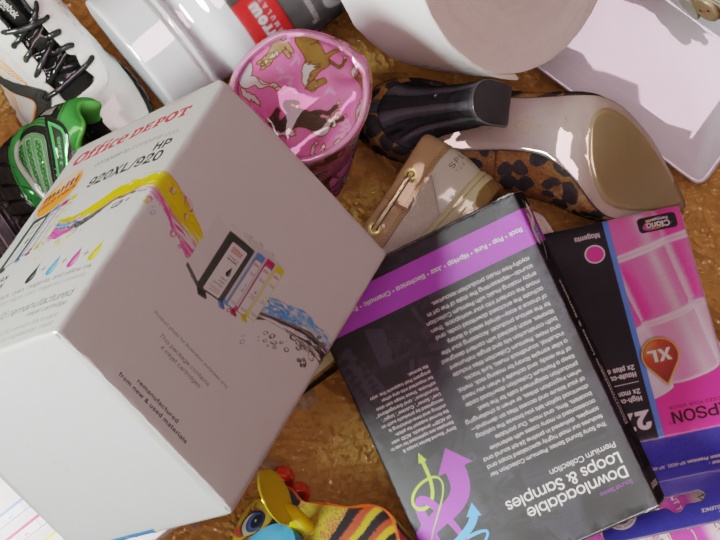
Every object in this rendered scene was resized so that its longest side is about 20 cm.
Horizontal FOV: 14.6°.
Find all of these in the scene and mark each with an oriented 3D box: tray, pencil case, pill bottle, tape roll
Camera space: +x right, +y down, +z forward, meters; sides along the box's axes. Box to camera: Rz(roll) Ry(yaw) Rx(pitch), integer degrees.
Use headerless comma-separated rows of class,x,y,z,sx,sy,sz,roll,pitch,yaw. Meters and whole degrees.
tray,0.164,-0.153,1.770,0.200,0.022,0.108,36,85,1
pencil case,-0.040,-0.085,1.666,0.082,0.200,0.087,17,79,-2
pill bottle,-0.061,-0.189,1.716,0.200,0.114,0.114,-40,88,-4
tape roll,0.068,-0.217,1.664,0.071,0.202,0.203,10,84,40

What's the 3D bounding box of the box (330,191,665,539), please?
box,0.072,0.074,1.634,0.143,0.036,0.201,-25,86,17

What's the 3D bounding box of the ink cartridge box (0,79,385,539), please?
ink cartridge box,-0.115,0.026,1.552,0.145,0.147,0.200,47,51,-21

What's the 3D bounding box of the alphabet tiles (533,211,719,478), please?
alphabet tiles,0.115,0.058,1.712,0.195,0.015,0.200,-28,62,-7

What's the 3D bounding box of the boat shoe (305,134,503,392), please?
boat shoe,0.000,0.000,1.704,0.066,0.074,0.200,45,104,5

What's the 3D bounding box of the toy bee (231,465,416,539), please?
toy bee,-0.041,0.161,1.694,0.199,0.131,0.109,5,53,21

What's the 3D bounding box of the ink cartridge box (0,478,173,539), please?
ink cartridge box,-0.197,0.144,1.681,0.200,0.129,0.125,-39,88,-6

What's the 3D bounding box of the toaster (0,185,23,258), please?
toaster,-0.276,0.009,1.651,0.119,0.181,0.200,-34,88,18

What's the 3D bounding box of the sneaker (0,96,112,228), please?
sneaker,-0.131,-0.019,1.699,0.200,0.078,0.085,44,128,-9

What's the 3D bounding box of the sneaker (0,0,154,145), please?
sneaker,-0.203,-0.137,1.726,0.200,0.080,0.074,45,83,-1

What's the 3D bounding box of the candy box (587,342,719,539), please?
candy box,0.215,0.120,1.733,0.199,0.061,0.137,-21,85,-3

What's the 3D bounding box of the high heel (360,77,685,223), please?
high heel,0.097,-0.074,1.754,0.200,0.142,0.072,24,74,-34

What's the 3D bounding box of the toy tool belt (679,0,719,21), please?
toy tool belt,0.265,-0.232,1.740,0.123,0.125,0.200,42,65,-16

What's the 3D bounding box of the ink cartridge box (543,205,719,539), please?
ink cartridge box,0.168,0.060,1.678,0.094,0.037,0.201,-12,62,0
